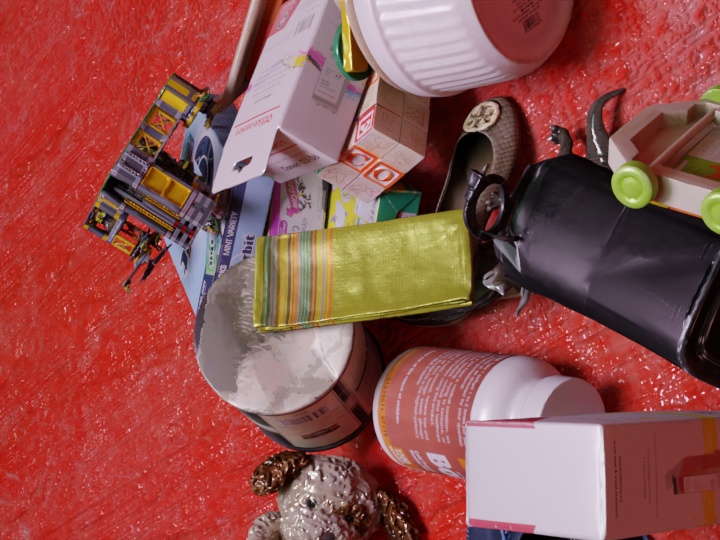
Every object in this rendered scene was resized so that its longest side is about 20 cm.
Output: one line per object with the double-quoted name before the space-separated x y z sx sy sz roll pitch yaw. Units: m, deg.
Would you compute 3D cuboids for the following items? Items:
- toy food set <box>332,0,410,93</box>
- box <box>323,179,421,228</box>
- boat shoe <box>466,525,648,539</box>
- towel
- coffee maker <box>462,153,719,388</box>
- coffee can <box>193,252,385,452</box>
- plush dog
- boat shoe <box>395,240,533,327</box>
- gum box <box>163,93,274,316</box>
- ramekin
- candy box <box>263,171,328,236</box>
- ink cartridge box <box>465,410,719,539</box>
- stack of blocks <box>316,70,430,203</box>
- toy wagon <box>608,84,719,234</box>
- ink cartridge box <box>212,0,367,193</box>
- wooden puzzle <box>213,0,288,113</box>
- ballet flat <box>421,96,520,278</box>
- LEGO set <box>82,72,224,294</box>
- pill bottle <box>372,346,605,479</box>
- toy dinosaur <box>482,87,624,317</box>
"toy food set" 0.040 -0.253 1.400 0.048 0.197 0.202 2 96 40
"box" -0.007 -0.047 1.561 0.200 0.048 0.118 -141 57 -60
"boat shoe" 0.154 0.227 1.386 0.199 0.068 0.085 -12 83 51
"towel" 0.000 0.000 1.384 0.198 0.018 0.087 -8 74 20
"coffee maker" 0.205 0.001 1.213 0.200 0.191 0.136 28 118 48
"coffee can" -0.061 0.080 1.508 0.145 0.200 0.148 -2 74 8
"plush dog" -0.039 0.261 1.581 0.161 0.199 0.173 -97 29 -74
"boat shoe" 0.084 0.007 1.465 0.199 0.064 0.074 -24 74 49
"gum box" -0.144 -0.060 1.618 0.200 0.044 0.171 -121 41 -58
"ramekin" 0.093 -0.247 1.344 0.104 0.199 0.202 2 93 40
"candy box" -0.094 -0.065 1.636 0.200 0.061 0.138 -158 72 -68
"ink cartridge box" 0.198 0.150 1.226 0.145 0.199 0.084 -6 84 51
"stack of blocks" 0.011 -0.163 1.482 0.115 0.058 0.201 -38 34 44
"toy wagon" 0.277 -0.072 1.149 0.199 0.155 0.040 20 129 30
"ink cartridge box" -0.053 -0.152 1.445 0.116 0.067 0.201 -14 52 61
"wooden puzzle" -0.075 -0.259 1.588 0.037 0.185 0.201 27 117 3
"ballet flat" 0.090 -0.066 1.414 0.067 0.046 0.201 -4 63 53
"LEGO set" -0.176 -0.079 1.547 0.200 0.115 0.154 -49 12 51
"pill bottle" 0.111 0.127 1.400 0.199 0.112 0.113 3 94 51
"toy dinosaur" 0.174 -0.056 1.356 0.200 0.077 0.102 -48 53 1
